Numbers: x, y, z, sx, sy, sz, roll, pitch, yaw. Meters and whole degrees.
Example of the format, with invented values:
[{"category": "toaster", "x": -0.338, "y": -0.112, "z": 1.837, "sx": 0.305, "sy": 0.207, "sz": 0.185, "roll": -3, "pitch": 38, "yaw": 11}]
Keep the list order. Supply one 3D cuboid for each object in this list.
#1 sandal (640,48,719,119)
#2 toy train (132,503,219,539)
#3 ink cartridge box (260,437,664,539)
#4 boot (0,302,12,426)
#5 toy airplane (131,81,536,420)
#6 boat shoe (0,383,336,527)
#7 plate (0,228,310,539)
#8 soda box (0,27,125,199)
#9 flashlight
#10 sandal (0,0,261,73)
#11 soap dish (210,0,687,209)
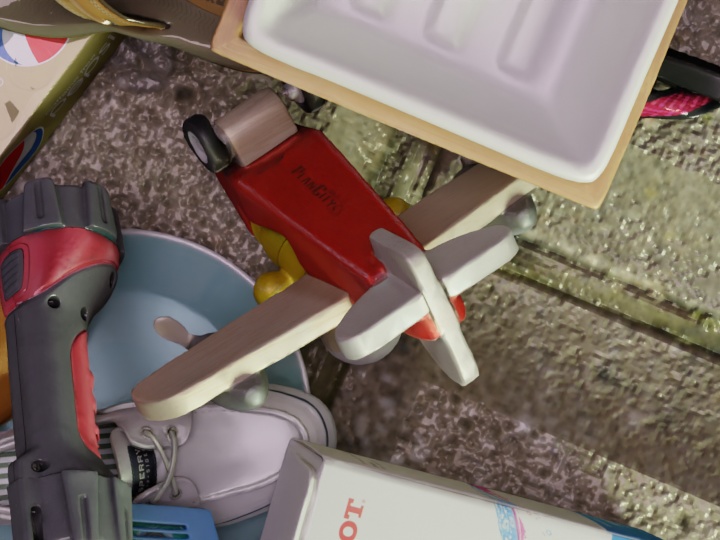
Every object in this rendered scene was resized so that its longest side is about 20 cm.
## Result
[{"category": "sandal", "x": 0.151, "y": -0.092, "z": 1.139, "sx": 0.200, "sy": 0.075, "sz": 0.045, "roll": 19, "pitch": 102, "yaw": 2}, {"category": "toy train", "x": -0.125, "y": 0.210, "z": 1.116, "sx": 0.087, "sy": 0.114, "sz": 0.200, "roll": 8, "pitch": 131, "yaw": -25}, {"category": "ink cartridge box", "x": 0.043, "y": 0.179, "z": 1.110, "sx": 0.200, "sy": 0.085, "sz": 0.145, "roll": 16, "pitch": 91, "yaw": -15}, {"category": "boot", "x": -0.229, "y": 0.065, "z": 1.107, "sx": 0.201, "sy": 0.144, "sz": 0.071, "roll": -40, "pitch": 87, "yaw": 1}, {"category": "toy airplane", "x": 0.000, "y": 0.000, "z": 1.109, "sx": 0.200, "sy": 0.141, "sz": 0.199, "roll": 0, "pitch": 48, "yaw": 15}, {"category": "boat shoe", "x": -0.112, "y": 0.103, "z": 1.135, "sx": 0.200, "sy": 0.067, "sz": 0.074, "roll": -12, "pitch": 89, "yaw": 5}, {"category": "plate", "x": -0.124, "y": 0.078, "z": 1.182, "sx": 0.200, "sy": 0.026, "sz": 0.200, "roll": 0, "pitch": 89, "yaw": 4}, {"category": "soda box", "x": -0.189, "y": -0.101, "z": 1.170, "sx": 0.068, "sy": 0.064, "sz": 0.200, "roll": 38, "pitch": 92, "yaw": 4}, {"category": "flashlight", "x": -0.140, "y": 0.054, "z": 1.077, "sx": 0.068, "sy": 0.068, "sz": 0.200, "roll": -11, "pitch": 61, "yaw": -1}, {"category": "sandal", "x": -0.118, "y": -0.148, "z": 1.104, "sx": 0.200, "sy": 0.054, "sz": 0.080, "roll": 15, "pitch": 89, "yaw": 9}, {"category": "soap dish", "x": 0.050, "y": -0.139, "z": 1.053, "sx": 0.200, "sy": 0.081, "sz": 0.157, "roll": 22, "pitch": 93, "yaw": -4}]
